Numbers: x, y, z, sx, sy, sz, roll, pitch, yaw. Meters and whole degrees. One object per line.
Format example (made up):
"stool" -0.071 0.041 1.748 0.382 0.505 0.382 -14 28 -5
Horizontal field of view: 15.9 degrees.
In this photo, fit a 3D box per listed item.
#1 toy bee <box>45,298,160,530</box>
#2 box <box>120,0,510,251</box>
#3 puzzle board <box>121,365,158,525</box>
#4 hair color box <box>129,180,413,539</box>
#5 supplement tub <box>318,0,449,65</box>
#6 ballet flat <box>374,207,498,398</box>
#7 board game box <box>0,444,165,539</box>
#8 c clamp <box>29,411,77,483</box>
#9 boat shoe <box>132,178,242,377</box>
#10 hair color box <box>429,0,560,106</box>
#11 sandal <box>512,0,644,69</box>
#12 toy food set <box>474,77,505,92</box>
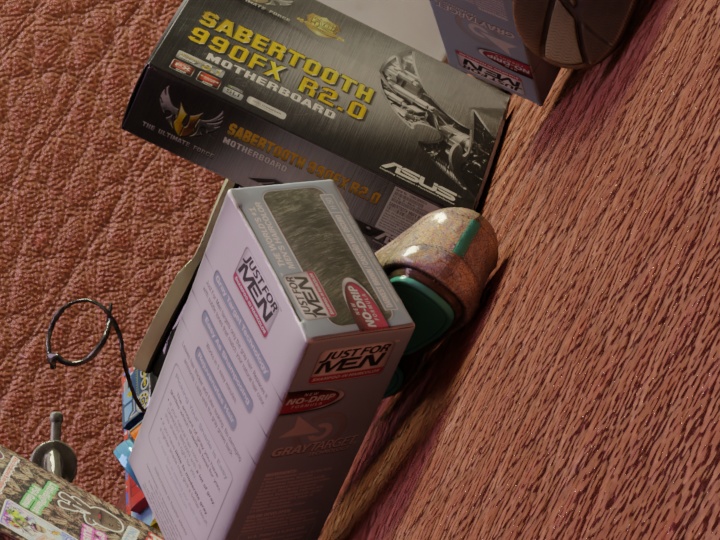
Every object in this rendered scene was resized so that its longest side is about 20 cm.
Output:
"toy bee" -0.092 0.108 1.496 0.109 0.131 0.200 58 -168 -56
"box" -0.021 -0.091 1.479 0.048 0.200 0.158 -62 3 32
"puzzle board" -0.102 0.109 1.595 0.151 0.017 0.200 -40 42 36
"hair color box" -0.048 0.062 1.266 0.099 0.061 0.200 60 144 34
"supplement tub" -0.002 -0.135 1.676 0.145 0.145 0.200 -62 -6 -13
"ballet flat" 0.017 0.018 1.309 0.067 0.068 0.200 -59 14 -27
"board game box" -0.172 0.204 1.360 0.160 0.200 0.097 -59 4 17
"c clamp" -0.181 0.153 1.509 0.200 0.027 0.171 125 143 -76
"boat shoe" -0.067 -0.018 1.559 0.074 0.063 0.202 48 -113 -87
"hair color box" 0.078 -0.176 1.298 0.099 0.061 0.200 -60 -21 -15
"sandal" 0.137 -0.188 1.225 0.054 0.080 0.200 -26 -33 -59
"toy food set" 0.126 -0.221 1.602 0.144 0.060 0.200 -71 3 -54
